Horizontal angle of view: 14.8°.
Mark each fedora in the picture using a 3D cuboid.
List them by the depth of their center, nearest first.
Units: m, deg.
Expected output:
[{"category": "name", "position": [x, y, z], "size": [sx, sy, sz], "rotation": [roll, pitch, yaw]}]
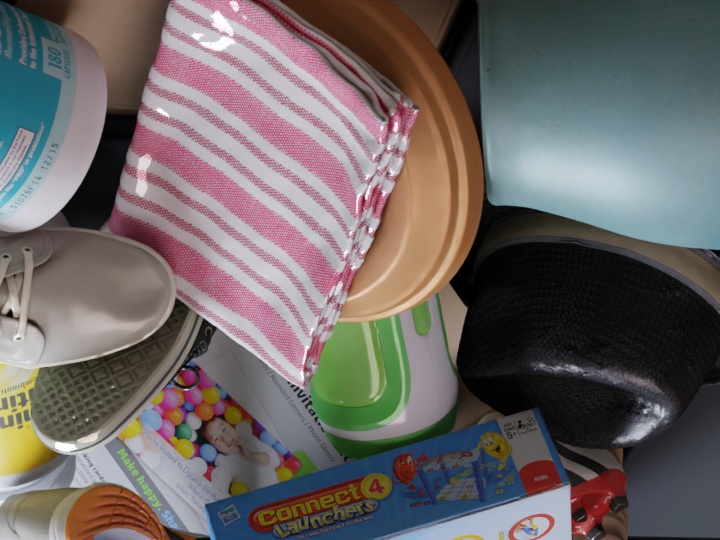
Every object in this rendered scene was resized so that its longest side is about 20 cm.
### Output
[{"category": "fedora", "position": [0.125, 0.039, 1.548], "size": [0.200, 0.092, 0.201], "rotation": [19, 149, 12]}]

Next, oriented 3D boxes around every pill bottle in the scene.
[{"category": "pill bottle", "position": [-0.234, -0.097, 1.377], "size": [0.200, 0.111, 0.111], "rotation": [21, 132, -36]}, {"category": "pill bottle", "position": [-0.208, 0.052, 1.566], "size": [0.112, 0.112, 0.200], "rotation": [-8, 139, -6]}]

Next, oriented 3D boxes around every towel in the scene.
[{"category": "towel", "position": [-0.059, -0.047, 1.417], "size": [0.030, 0.146, 0.200], "rotation": [-36, 155, -47]}]

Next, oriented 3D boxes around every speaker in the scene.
[{"category": "speaker", "position": [0.000, 0.000, 1.527], "size": [0.088, 0.088, 0.201], "rotation": [-12, 113, -1]}]

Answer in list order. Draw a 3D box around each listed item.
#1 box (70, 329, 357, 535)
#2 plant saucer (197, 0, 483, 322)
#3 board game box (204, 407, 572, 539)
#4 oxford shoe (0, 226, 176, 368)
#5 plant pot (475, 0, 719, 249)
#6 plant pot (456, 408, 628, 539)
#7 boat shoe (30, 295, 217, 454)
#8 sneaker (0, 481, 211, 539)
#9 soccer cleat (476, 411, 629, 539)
[{"category": "box", "position": [-0.090, 0.099, 1.652], "size": [0.200, 0.041, 0.156], "rotation": [-34, 94, 25]}, {"category": "plant saucer", "position": [-0.030, -0.061, 1.433], "size": [0.037, 0.200, 0.200], "rotation": [-37, 167, -47]}, {"category": "board game box", "position": [0.021, 0.180, 1.580], "size": [0.195, 0.056, 0.200], "rotation": [-16, 143, -8]}, {"category": "oxford shoe", "position": [-0.194, 0.014, 1.432], "size": [0.199, 0.076, 0.058], "rotation": [3, -178, -12]}, {"category": "plant pot", "position": [0.155, -0.101, 1.429], "size": [0.187, 0.201, 0.200], "rotation": [-2, 143, 5]}, {"category": "plant pot", "position": [0.106, 0.183, 1.786], "size": [0.200, 0.093, 0.201], "rotation": [-28, 143, -23]}, {"category": "boat shoe", "position": [-0.114, 0.033, 1.519], "size": [0.074, 0.200, 0.062], "rotation": [12, 137, 21]}, {"category": "sneaker", "position": [-0.137, 0.174, 1.611], "size": [0.092, 0.076, 0.200], "rotation": [6, 153, 37]}, {"category": "soccer cleat", "position": [0.073, 0.125, 1.664], "size": [0.199, 0.085, 0.069], "rotation": [-3, 140, -35]}]
